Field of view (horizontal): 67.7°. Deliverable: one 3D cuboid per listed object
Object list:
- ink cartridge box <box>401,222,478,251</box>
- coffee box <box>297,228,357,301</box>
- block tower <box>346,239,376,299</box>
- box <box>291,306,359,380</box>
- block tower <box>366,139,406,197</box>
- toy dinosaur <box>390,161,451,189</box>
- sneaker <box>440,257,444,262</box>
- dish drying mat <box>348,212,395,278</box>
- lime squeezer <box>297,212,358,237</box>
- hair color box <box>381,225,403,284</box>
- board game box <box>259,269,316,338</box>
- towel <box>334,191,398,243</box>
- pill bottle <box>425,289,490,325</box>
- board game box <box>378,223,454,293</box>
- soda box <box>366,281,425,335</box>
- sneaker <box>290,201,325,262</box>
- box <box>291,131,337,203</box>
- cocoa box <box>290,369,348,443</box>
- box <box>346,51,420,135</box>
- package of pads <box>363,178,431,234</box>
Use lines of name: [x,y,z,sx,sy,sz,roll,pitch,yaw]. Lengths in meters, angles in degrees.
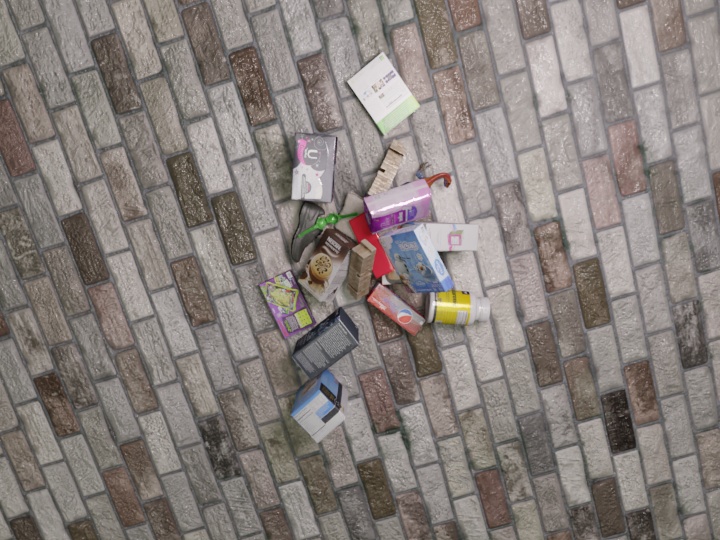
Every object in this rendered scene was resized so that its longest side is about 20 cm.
ink cartridge box: [0.243,-0.105,1.646,0.197,0.144,0.086,0,97,-27]
coffee box: [-0.098,-0.018,1.697,0.113,0.079,0.202,38,109,25]
block tower: [0.000,0.000,1.671,0.054,0.057,0.202,40,142,27]
box: [-0.110,0.235,1.745,0.199,0.149,0.108,-37,99,6]
block tower: [0.080,-0.300,1.658,0.053,0.058,0.203,25,82,-3]
toy dinosaur: [0.189,-0.244,1.658,0.180,0.201,0.106,-19,116,38]
sneaker: [0.217,-0.026,1.694,0.087,0.200,0.076,-36,59,1]
dish drying mat: [0.036,-0.079,1.668,0.076,0.018,0.203,-24,94,33]
lime squeezer: [-0.103,-0.147,1.680,0.197,0.071,0.038,-21,127,-2]
hair color box: [0.116,-0.060,1.727,0.099,0.061,0.204,-2,101,9]
board game box: [-0.241,0.111,1.782,0.118,0.032,0.203,-24,99,0]
towel: [0.018,-0.144,1.690,0.198,0.034,0.134,32,112,16]
pill bottle: [0.314,0.121,1.743,0.196,0.111,0.114,5,101,-2]
board game box: [0.159,-0.029,1.573,0.043,0.199,0.201,-34,102,-25]
soda box: [0.117,0.123,1.767,0.199,0.063,0.070,38,98,-6]
sneaker: [-0.169,-0.118,1.719,0.089,0.076,0.203,16,104,-12]
box: [-0.142,-0.318,1.656,0.129,0.115,0.204,5,100,-1]
cocoa box: [-0.130,0.433,1.756,0.133,0.200,0.131,-42,98,8]
box: [0.071,-0.542,1.655,0.143,0.036,0.201,-36,98,6]
package of pads: [0.110,-0.188,1.580,0.197,0.121,0.077,-18,62,-5]
